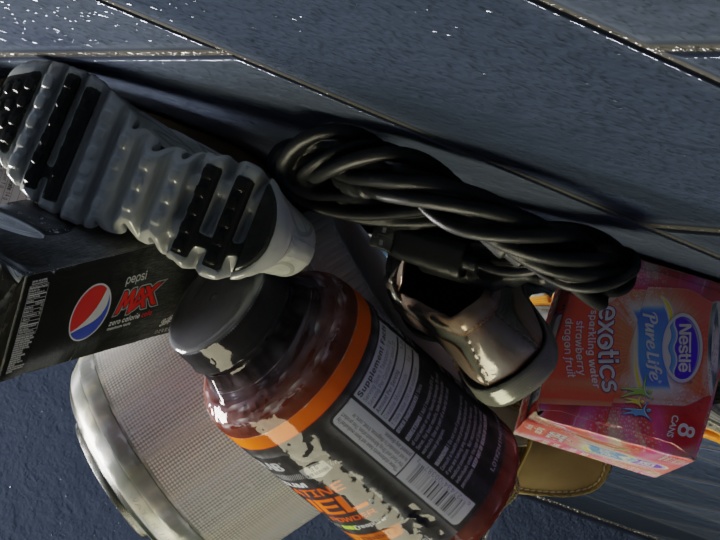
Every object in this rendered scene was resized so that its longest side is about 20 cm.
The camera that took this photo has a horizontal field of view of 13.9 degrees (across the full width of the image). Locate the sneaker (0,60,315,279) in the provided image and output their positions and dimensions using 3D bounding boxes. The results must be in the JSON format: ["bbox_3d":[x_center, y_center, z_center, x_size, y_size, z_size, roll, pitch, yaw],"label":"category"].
[{"bbox_3d":[-0.110,-0.047,1.542,0.200,0.075,0.081,30,-174,26],"label":"sneaker"}]

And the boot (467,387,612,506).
[{"bbox_3d":[0.084,0.121,1.879,0.200,0.072,0.155,16,-169,-15],"label":"boot"}]

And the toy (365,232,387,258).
[{"bbox_3d":[0.000,0.000,1.856,0.200,0.047,0.115,17,176,5],"label":"toy"}]

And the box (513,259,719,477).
[{"bbox_3d":[0.149,0.055,1.677,0.094,0.103,0.200,17,173,2],"label":"box"}]

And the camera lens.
[{"bbox_3d":[-0.060,0.072,1.750,0.160,0.200,0.160,54,-172,-12],"label":"camera lens"}]

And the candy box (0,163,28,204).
[{"bbox_3d":[-0.219,-0.047,1.735,0.200,0.061,0.136,18,174,4],"label":"candy box"}]

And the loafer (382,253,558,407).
[{"bbox_3d":[0.053,0.008,1.629,0.063,0.072,0.200,51,180,-26],"label":"loafer"}]

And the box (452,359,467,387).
[{"bbox_3d":[0.088,0.055,1.945,0.200,0.035,0.110,11,-173,-18],"label":"box"}]

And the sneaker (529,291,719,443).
[{"bbox_3d":[0.173,0.067,1.830,0.200,0.077,0.078,17,176,18],"label":"sneaker"}]

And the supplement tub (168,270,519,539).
[{"bbox_3d":[-0.012,0.072,1.607,0.200,0.107,0.107,41,163,-28],"label":"supplement tub"}]

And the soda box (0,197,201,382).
[{"bbox_3d":[-0.148,0.000,1.561,0.071,0.063,0.200,30,-158,24],"label":"soda box"}]

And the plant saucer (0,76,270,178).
[{"bbox_3d":[-0.138,-0.071,1.703,0.200,0.030,0.200,17,173,2],"label":"plant saucer"}]

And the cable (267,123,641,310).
[{"bbox_3d":[0.051,-0.030,1.488,0.200,0.051,0.163,18,171,35],"label":"cable"}]
